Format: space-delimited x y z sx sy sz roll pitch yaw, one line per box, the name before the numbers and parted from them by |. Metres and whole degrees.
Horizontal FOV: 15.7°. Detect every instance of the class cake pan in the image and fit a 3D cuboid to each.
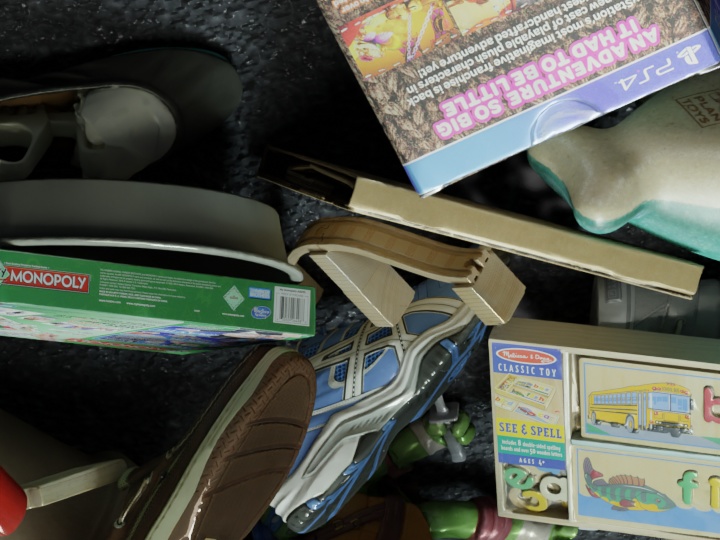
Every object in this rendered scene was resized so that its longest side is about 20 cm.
cake pan | -0.129 -0.016 1.370 0.199 0.037 0.200 2 172 0

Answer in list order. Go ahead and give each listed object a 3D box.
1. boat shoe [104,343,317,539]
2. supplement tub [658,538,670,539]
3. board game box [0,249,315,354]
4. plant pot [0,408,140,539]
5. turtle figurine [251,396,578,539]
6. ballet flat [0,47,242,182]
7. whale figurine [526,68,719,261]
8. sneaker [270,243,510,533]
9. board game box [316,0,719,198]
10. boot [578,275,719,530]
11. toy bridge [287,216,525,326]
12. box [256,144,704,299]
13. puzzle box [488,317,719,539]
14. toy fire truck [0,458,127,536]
boat shoe | -0.100 0.122 1.408 0.203 0.075 0.075 -60 148 -1
supplement tub | 0.260 0.150 1.597 0.122 0.123 0.200 11 133 -18
board game box | -0.143 0.018 1.375 0.199 0.029 0.134 7 171 -35
plant pot | -0.234 0.152 1.507 0.200 0.200 0.175 -37 112 27
turtle figurine | 0.047 0.162 1.568 0.193 0.144 0.200 21 133 -25
ballet flat | -0.159 -0.069 1.356 0.199 0.069 0.068 -7 131 -1
whale figurine | 0.184 -0.044 1.363 0.199 0.159 0.104 -11 130 -24
sneaker | 0.007 0.051 1.460 0.200 0.077 0.076 -46 165 -14
board game box | 0.058 -0.164 1.213 0.159 0.097 0.200 -23 107 16
boot | 0.179 0.083 1.551 0.095 0.074 0.200 3 134 0
toy bridge | 0.000 0.000 1.405 0.200 0.027 0.067 -1 140 52
box | 0.060 -0.027 1.383 0.199 0.163 0.021 14 93 -21
puzzle box | 0.174 0.096 1.493 0.199 0.025 0.133 6 125 16
toy fire truck | -0.235 0.094 1.376 0.176 0.129 0.200 4 143 41
